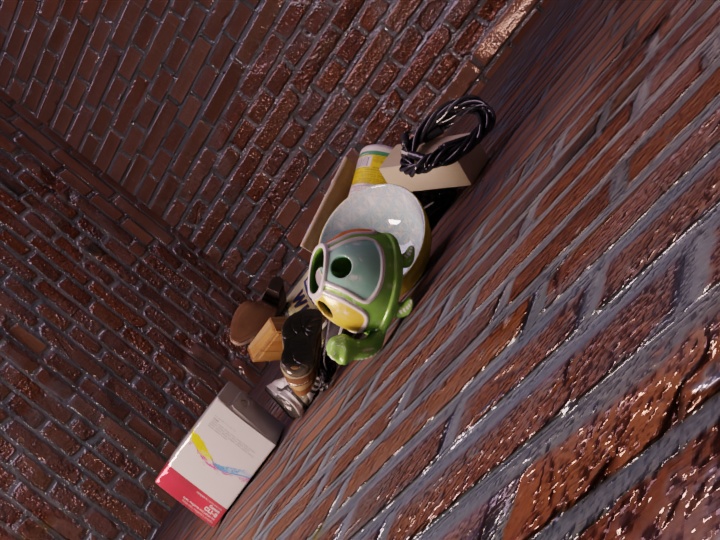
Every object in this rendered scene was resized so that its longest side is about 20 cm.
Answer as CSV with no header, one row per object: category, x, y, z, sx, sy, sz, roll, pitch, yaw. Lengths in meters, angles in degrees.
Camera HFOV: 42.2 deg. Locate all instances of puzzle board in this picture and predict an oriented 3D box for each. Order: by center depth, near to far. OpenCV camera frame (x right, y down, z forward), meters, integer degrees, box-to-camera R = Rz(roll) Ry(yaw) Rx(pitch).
puzzle board,-0.046,-0.121,1.926,0.203,0.017,0.150,-63,-27,-2

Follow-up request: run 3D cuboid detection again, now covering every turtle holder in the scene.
turtle holder,-0.010,0.031,1.344,0.141,0.129,0.189,-145,68,-65

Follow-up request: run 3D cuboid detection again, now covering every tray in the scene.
tray,-0.112,0.132,1.814,0.198,0.037,0.099,-1,-39,-43

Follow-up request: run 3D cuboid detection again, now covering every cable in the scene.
cable,0.152,-0.244,1.685,0.197,0.051,0.165,-18,34,29

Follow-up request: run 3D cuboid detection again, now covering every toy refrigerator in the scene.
toy refrigerator,0.137,-0.198,1.759,0.198,0.070,0.076,-3,43,46

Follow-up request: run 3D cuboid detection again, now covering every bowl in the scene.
bowl,0.038,-0.026,1.511,0.201,0.199,0.108,-53,-38,-4

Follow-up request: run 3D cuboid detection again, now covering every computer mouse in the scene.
computer mouse,-0.037,0.101,1.599,0.140,0.045,0.204,-108,27,-86

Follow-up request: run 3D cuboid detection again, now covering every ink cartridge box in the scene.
ink cartridge box,-0.261,0.340,1.761,0.201,0.144,0.145,-53,3,6

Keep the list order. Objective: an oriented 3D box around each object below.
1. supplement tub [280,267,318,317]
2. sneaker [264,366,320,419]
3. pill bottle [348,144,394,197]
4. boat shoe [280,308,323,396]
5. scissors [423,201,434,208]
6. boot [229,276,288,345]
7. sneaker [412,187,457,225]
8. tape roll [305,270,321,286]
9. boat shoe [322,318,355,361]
supplement tub,-0.061,0.055,1.925,0.201,0.144,0.145,-51,4,36
sneaker,-0.109,0.213,1.750,0.115,0.076,0.200,-45,9,-13
pill bottle,0.029,-0.137,1.868,0.113,0.111,0.204,138,149,-71
boat shoe,-0.104,0.144,1.654,0.201,0.074,0.075,-79,-16,-58
scissors,0.046,-0.070,1.706,0.198,0.014,0.073,-31,-6,23
boot,-0.204,0.108,1.862,0.201,0.070,0.147,-53,-11,-37
sneaker,0.116,-0.112,1.838,0.201,0.075,0.088,-49,-10,-21
tape roll,0.000,0.000,1.706,0.198,0.067,0.200,-30,-4,-2
boat shoe,-0.037,0.114,1.734,0.071,0.061,0.202,1,-34,-40
